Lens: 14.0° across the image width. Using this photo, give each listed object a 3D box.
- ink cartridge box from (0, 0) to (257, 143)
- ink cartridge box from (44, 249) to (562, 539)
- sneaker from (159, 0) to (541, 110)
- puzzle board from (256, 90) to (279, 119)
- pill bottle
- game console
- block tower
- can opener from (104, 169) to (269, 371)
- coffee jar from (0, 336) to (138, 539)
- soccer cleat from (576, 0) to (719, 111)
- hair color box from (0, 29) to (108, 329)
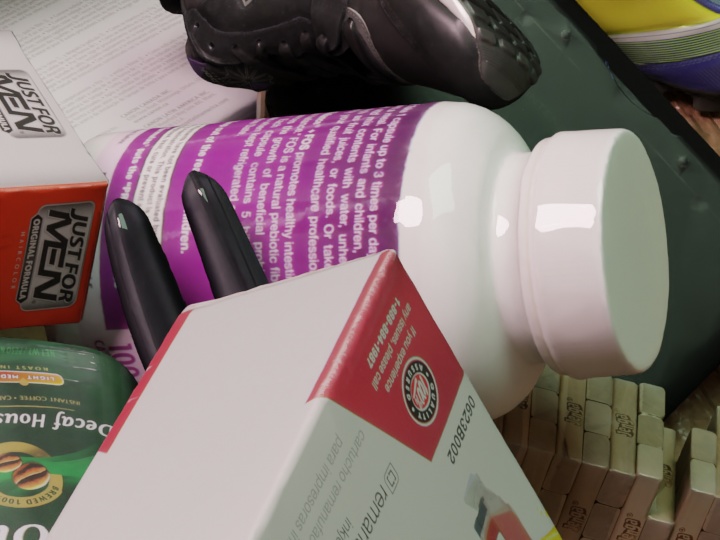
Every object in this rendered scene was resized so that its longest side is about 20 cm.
[{"bbox_3d":[-0.138,-0.074,1.185,0.200,0.050,0.162,22,35,28],"label":"ink cartridge box"},{"bbox_3d":[0.004,0.119,0.860,0.083,0.200,0.145,-16,28,28],"label":"ink cartridge box"},{"bbox_3d":[-0.014,-0.091,1.080,0.076,0.088,0.200,37,3,-44],"label":"sneaker"},{"bbox_3d":[0.021,-0.065,1.186,0.151,0.017,0.200,24,47,-27],"label":"puzzle board"},{"bbox_3d":[0.000,0.000,1.016,0.200,0.112,0.112,-4,31,22],"label":"pill bottle"},{"bbox_3d":[0.073,-0.040,1.185,0.200,0.116,0.176,47,71,-1],"label":"game console"},{"bbox_3d":[0.113,0.081,1.075,0.200,0.054,0.058,15,37,-4],"label":"block tower"},{"bbox_3d":[-0.032,0.065,0.955,0.063,0.079,0.200,-14,89,-11],"label":"can opener"},{"bbox_3d":[-0.106,0.114,0.915,0.104,0.085,0.200,3,40,-19],"label":"coffee jar"},{"bbox_3d":[0.094,-0.134,1.310,0.200,0.084,0.065,15,38,-4],"label":"soccer cleat"},{"bbox_3d":[-0.193,-0.025,0.947,0.200,0.061,0.102,-5,37,-27],"label":"hair color box"}]
